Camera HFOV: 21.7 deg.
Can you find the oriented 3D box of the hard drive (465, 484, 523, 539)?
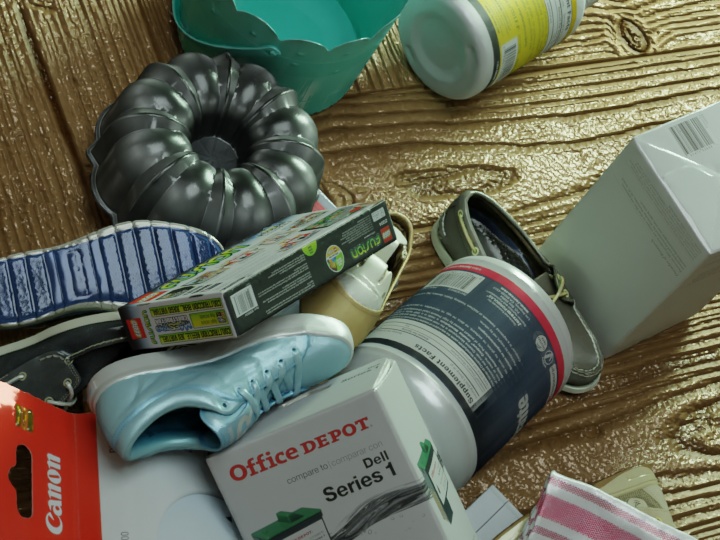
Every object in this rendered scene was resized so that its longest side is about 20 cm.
[{"bbox_3d":[0.131,0.283,1.488,0.200,0.027,0.132,46,55,8],"label":"hard drive"}]

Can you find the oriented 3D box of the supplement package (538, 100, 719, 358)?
[{"bbox_3d":[0.262,-0.034,1.618,0.121,0.200,0.120,-23,72,-31],"label":"supplement package"}]

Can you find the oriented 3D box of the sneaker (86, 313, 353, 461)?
[{"bbox_3d":[-0.092,0.095,1.353,0.199,0.074,0.082,-16,51,-12],"label":"sneaker"}]

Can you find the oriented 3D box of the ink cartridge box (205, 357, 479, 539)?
[{"bbox_3d":[-0.004,0.186,1.372,0.201,0.146,0.084,64,15,-7],"label":"ink cartridge box"}]

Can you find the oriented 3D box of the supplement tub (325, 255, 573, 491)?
[{"bbox_3d":[0.063,0.093,1.501,0.140,0.140,0.200,45,56,8],"label":"supplement tub"}]

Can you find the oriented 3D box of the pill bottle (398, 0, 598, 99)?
[{"bbox_3d":[0.139,-0.247,1.749,0.200,0.111,0.111,-33,77,-34],"label":"pill bottle"}]

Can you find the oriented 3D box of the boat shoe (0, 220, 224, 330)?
[{"bbox_3d":[-0.205,0.005,1.469,0.199,0.072,0.073,-6,84,-11],"label":"boat shoe"}]

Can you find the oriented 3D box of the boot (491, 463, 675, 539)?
[{"bbox_3d":[0.187,0.253,1.471,0.199,0.073,0.156,-19,71,-33],"label":"boot"}]

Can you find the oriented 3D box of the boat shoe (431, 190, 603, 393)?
[{"bbox_3d":[0.141,0.018,1.625,0.072,0.060,0.202,-33,77,-33],"label":"boat shoe"}]

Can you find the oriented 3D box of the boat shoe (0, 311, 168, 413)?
[{"bbox_3d":[-0.232,0.084,1.402,0.199,0.072,0.068,-18,64,1],"label":"boat shoe"}]

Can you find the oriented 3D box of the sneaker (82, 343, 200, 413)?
[{"bbox_3d":[-0.120,0.061,1.454,0.199,0.076,0.088,-11,54,1],"label":"sneaker"}]

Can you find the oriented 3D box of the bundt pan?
[{"bbox_3d":[-0.119,-0.096,1.537,0.201,0.076,0.203,9,59,-16],"label":"bundt pan"}]

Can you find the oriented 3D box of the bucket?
[{"bbox_3d":[-0.063,-0.244,1.650,0.206,0.135,0.208,10,57,-17],"label":"bucket"}]

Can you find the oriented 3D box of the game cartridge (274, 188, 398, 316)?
[{"bbox_3d":[-0.078,-0.024,1.578,0.200,0.041,0.133,45,59,8],"label":"game cartridge"}]

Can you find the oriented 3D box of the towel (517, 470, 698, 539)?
[{"bbox_3d":[0.167,0.270,1.417,0.146,0.030,0.201,25,89,-6],"label":"towel"}]

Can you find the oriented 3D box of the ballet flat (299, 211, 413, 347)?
[{"bbox_3d":[0.000,0.000,1.483,0.069,0.063,0.200,41,23,-6],"label":"ballet flat"}]

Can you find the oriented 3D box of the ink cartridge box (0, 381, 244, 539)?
[{"bbox_3d":[-0.165,0.164,1.337,0.200,0.047,0.161,29,36,-36],"label":"ink cartridge box"}]

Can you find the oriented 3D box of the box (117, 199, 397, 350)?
[{"bbox_3d":[-0.073,0.002,1.395,0.200,0.110,0.035,-32,107,-47],"label":"box"}]
